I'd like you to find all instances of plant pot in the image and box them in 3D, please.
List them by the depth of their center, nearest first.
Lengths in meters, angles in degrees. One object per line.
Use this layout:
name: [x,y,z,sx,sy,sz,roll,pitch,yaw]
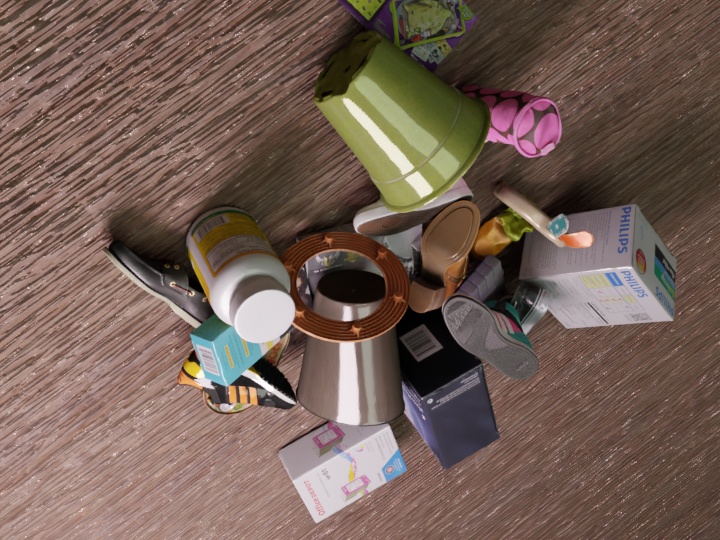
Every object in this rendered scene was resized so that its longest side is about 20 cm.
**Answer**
plant pot: [0.042,-0.215,1.156,0.200,0.200,0.190,-46,120,7]

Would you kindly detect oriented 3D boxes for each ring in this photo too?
ring: [-0.027,0.016,1.222,0.199,0.201,0.019,-15,144,-20]

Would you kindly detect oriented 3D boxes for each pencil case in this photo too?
pencil case: [0.203,-0.211,1.222,0.090,0.200,0.094,-28,115,-14]

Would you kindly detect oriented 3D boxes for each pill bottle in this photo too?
pill bottle: [-0.162,0.006,1.170,0.112,0.200,0.113,-14,127,-20]

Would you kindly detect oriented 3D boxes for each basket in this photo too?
basket: [-0.014,0.112,1.305,0.136,0.179,0.201,-44,140,-56]

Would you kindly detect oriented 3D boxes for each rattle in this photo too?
rattle: [0.261,-0.048,1.367,0.143,0.200,0.130,-37,132,-1]

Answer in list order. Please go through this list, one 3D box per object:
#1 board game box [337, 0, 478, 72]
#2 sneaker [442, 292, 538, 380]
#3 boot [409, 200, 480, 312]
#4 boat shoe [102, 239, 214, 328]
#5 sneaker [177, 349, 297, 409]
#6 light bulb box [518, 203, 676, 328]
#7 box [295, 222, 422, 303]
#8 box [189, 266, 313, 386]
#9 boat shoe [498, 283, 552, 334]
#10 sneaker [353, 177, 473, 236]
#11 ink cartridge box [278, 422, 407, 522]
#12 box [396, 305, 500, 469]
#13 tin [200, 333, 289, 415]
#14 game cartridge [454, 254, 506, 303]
board game box: [0.061,-0.358,1.156,0.120,0.032,0.200,-45,132,12]
sneaker: [0.200,0.081,1.379,0.084,0.121,0.200,-43,114,15]
boot: [0.153,-0.029,1.369,0.155,0.076,0.201,-24,136,-61]
boat shoe: [-0.275,0.010,1.199,0.063,0.074,0.201,-50,133,-2]
sneaker: [-0.190,0.176,1.318,0.090,0.070,0.200,-45,127,13]
light bulb box: [0.409,-0.001,1.466,0.198,0.199,0.126,39,55,-42]
box: [0.000,0.000,1.357,0.199,0.048,0.159,-15,128,-20]
box: [-0.153,0.074,1.246,0.200,0.049,0.083,-42,132,-39]
boat shoe: [0.272,0.067,1.484,0.072,0.071,0.200,-58,174,-24]
sneaker: [0.068,-0.111,1.299,0.199,0.085,0.073,-17,159,-25]
ink cartridge box: [-0.032,0.347,1.559,0.199,0.085,0.145,-28,131,-8]
box: [0.125,0.192,1.459,0.123,0.200,0.199,-28,131,-9]
tin: [-0.185,0.141,1.361,0.111,0.042,0.201,13,114,-31]
game cartridge: [0.203,0.069,1.482,0.130,0.038,0.200,-51,151,-18]
